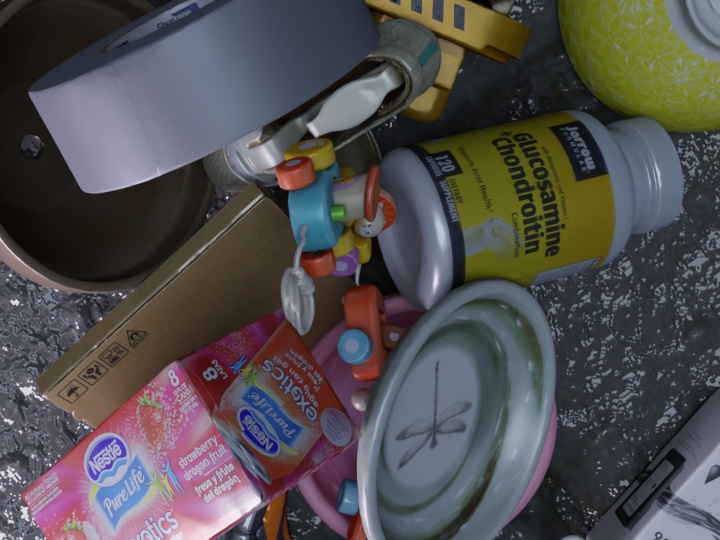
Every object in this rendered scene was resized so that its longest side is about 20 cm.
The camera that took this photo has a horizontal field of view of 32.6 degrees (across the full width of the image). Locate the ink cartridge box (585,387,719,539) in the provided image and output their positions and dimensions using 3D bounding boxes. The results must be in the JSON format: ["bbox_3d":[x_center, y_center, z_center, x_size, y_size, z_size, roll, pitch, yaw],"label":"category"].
[{"bbox_3d":[0.256,0.205,0.934,0.116,0.068,0.200,39,96,-9],"label":"ink cartridge box"}]

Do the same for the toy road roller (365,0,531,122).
[{"bbox_3d":[0.019,-0.188,0.821,0.198,0.123,0.147,20,100,-8],"label":"toy road roller"}]

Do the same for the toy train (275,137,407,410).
[{"bbox_3d":[0.000,0.000,0.772,0.055,0.200,0.152,-9,73,10],"label":"toy train"}]

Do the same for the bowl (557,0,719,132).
[{"bbox_3d":[0.243,-0.190,0.844,0.198,0.108,0.202,-1,101,-4],"label":"bowl"}]

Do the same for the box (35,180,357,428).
[{"bbox_3d":[-0.100,0.050,0.861,0.200,0.021,0.163,-42,138,3],"label":"box"}]

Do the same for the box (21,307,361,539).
[{"bbox_3d":[-0.108,0.120,0.758,0.200,0.099,0.096,-39,82,39],"label":"box"}]

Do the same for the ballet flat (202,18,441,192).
[{"bbox_3d":[-0.037,-0.098,0.786,0.199,0.063,0.068,-29,110,31],"label":"ballet flat"}]

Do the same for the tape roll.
[{"bbox_3d":[-0.090,-0.123,0.719,0.199,0.200,0.067,-26,108,1],"label":"tape roll"}]

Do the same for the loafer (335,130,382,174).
[{"bbox_3d":[-0.042,-0.112,0.858,0.076,0.067,0.201,-31,100,2],"label":"loafer"}]

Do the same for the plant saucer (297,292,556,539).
[{"bbox_3d":[0.043,0.109,0.907,0.198,0.051,0.203,-1,105,-4],"label":"plant saucer"}]

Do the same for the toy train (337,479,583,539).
[{"bbox_3d":[0.066,0.226,0.877,0.198,0.056,0.151,19,107,-12],"label":"toy train"}]

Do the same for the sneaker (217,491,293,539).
[{"bbox_3d":[-0.055,0.234,0.922,0.111,0.078,0.202,11,110,-10],"label":"sneaker"}]

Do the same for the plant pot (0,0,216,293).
[{"bbox_3d":[-0.197,-0.086,0.819,0.200,0.092,0.203,-1,92,-48],"label":"plant pot"}]

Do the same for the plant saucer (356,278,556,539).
[{"bbox_3d":[0.054,0.099,0.810,0.199,0.050,0.202,-22,119,-44],"label":"plant saucer"}]

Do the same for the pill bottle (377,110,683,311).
[{"bbox_3d":[0.116,-0.047,0.847,0.198,0.112,0.113,-15,101,-18],"label":"pill bottle"}]
